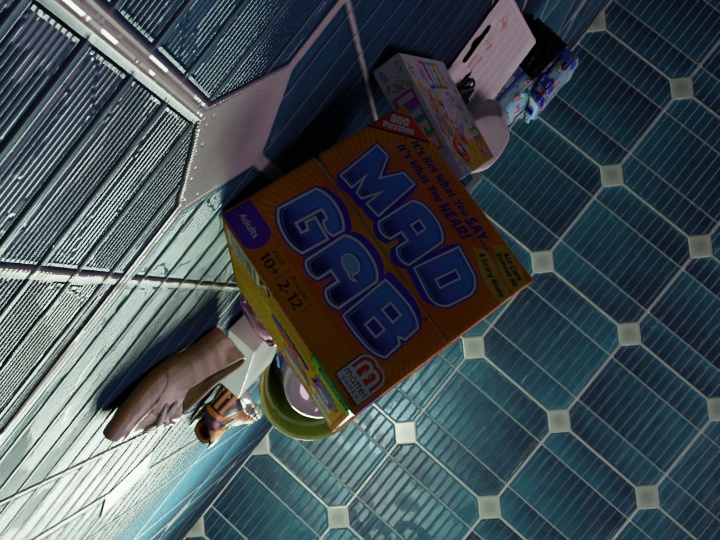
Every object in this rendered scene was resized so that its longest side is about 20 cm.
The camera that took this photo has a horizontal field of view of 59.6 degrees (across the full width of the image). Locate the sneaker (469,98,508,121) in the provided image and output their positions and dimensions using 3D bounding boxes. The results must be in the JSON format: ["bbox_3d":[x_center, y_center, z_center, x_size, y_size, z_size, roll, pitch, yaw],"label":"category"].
[{"bbox_3d":[0.164,-0.206,1.059,0.198,0.076,0.088,-29,170,24],"label":"sneaker"}]

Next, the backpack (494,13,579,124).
[{"bbox_3d":[0.286,-0.340,1.172,0.200,0.134,0.183,-48,173,3],"label":"backpack"}]

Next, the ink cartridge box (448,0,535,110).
[{"bbox_3d":[0.187,-0.333,0.973,0.162,0.050,0.199,-53,156,15],"label":"ink cartridge box"}]

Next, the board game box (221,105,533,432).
[{"bbox_3d":[0.005,0.011,0.624,0.198,0.201,0.200,-33,169,-16],"label":"board game box"}]

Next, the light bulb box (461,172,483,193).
[{"bbox_3d":[0.106,-0.112,1.202,0.200,0.124,0.199,-43,171,-45],"label":"light bulb box"}]

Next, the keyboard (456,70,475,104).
[{"bbox_3d":[0.113,-0.208,0.895,0.201,0.020,0.128,-51,173,-34],"label":"keyboard"}]

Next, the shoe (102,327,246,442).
[{"bbox_3d":[-0.198,0.129,0.698,0.070,0.053,0.200,-55,173,34],"label":"shoe"}]

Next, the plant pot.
[{"bbox_3d":[-0.101,0.194,1.204,0.201,0.200,0.184,-50,-166,-3],"label":"plant pot"}]

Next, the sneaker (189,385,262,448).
[{"bbox_3d":[-0.240,0.254,1.098,0.112,0.077,0.201,-45,162,-17],"label":"sneaker"}]

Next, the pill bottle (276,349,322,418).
[{"bbox_3d":[-0.072,0.121,0.982,0.120,0.119,0.201,-52,-154,13],"label":"pill bottle"}]

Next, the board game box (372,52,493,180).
[{"bbox_3d":[0.088,-0.167,0.697,0.034,0.136,0.200,-28,-175,25],"label":"board game box"}]

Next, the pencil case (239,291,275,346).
[{"bbox_3d":[-0.052,0.010,0.778,0.198,0.088,0.088,-33,168,-23],"label":"pencil case"}]

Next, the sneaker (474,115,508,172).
[{"bbox_3d":[0.135,-0.168,0.970,0.199,0.076,0.089,-39,-162,2],"label":"sneaker"}]

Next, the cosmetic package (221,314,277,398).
[{"bbox_3d":[-0.158,0.111,0.912,0.083,0.050,0.201,-50,175,-33],"label":"cosmetic package"}]
